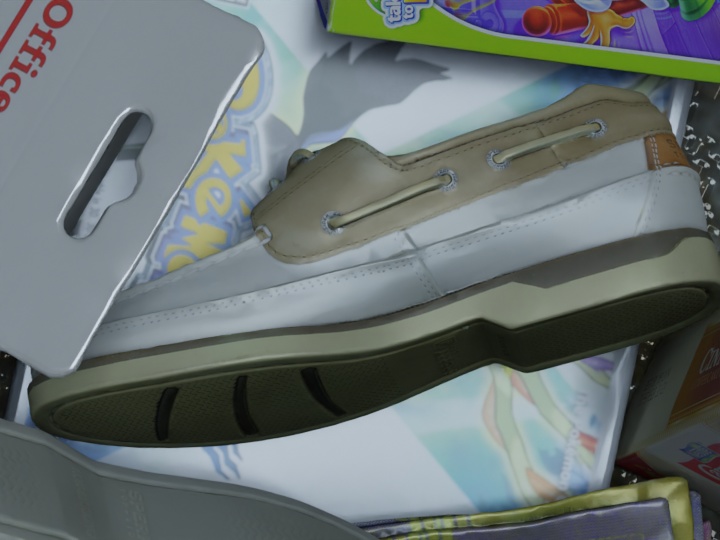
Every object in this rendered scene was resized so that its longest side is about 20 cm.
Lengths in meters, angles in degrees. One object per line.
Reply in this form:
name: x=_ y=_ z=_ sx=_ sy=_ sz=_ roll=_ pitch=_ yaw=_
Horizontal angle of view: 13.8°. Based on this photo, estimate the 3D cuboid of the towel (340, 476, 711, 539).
towel: x=0.039 y=0.164 z=0.873 sx=0.143 sy=0.023 sz=0.201 roll=-4 pitch=90 yaw=-8

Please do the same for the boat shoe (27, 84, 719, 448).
boat shoe: x=0.000 y=0.000 z=0.850 sx=0.200 sy=0.075 sz=0.069 roll=-12 pitch=71 yaw=-5

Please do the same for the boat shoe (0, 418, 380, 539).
boat shoe: x=-0.055 y=0.097 z=0.816 sx=0.200 sy=0.074 sz=0.060 roll=19 pitch=118 yaw=-24

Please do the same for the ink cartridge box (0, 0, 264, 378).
ink cartridge box: x=-0.131 y=-0.053 z=0.840 sx=0.200 sy=0.068 sz=0.115 roll=28 pitch=81 yaw=15

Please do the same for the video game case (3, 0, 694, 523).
video game case: x=-0.005 y=0.007 z=0.890 sx=0.182 sy=0.022 sz=0.200 roll=12 pitch=87 yaw=-7

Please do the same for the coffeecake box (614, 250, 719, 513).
coffeecake box: x=0.190 y=0.059 z=0.856 sx=0.200 sy=0.154 sz=0.073 roll=26 pitch=78 yaw=-4

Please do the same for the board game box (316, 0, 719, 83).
board game box: x=0.068 y=-0.159 z=0.838 sx=0.134 sy=0.045 sz=0.200 roll=6 pitch=107 yaw=-7
